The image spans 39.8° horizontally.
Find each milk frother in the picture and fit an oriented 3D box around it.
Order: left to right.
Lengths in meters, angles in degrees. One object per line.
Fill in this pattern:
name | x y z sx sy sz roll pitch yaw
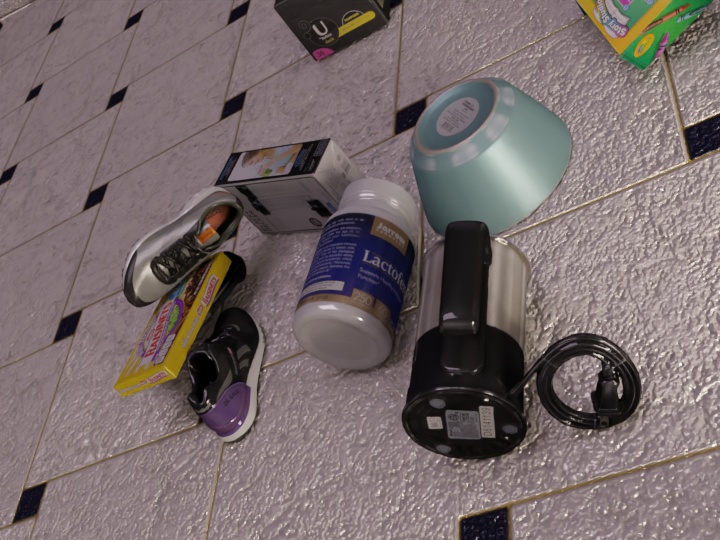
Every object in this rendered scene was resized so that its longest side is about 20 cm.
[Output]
milk frother | 0.150 0.061 0.941 0.196 0.182 0.190 12 51 -2

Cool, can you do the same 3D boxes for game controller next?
game controller | -0.230 0.058 1.342 0.201 0.042 0.104 -52 17 -10

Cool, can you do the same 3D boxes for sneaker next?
sneaker | -0.231 -0.033 1.293 0.200 0.074 0.079 -48 29 -17
sneaker | -0.169 0.105 1.221 0.075 0.088 0.202 -30 38 18

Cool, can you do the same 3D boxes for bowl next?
bowl | 0.135 -0.146 1.164 0.199 0.105 0.203 -25 40 24

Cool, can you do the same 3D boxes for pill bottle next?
pill bottle | 0.000 0.000 1.139 0.114 0.116 0.202 -13 46 35

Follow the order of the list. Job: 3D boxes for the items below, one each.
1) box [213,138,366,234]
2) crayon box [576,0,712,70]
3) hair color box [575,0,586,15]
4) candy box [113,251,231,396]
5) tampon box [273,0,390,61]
box | -0.088 -0.108 1.335 0.198 0.117 0.061 0 56 42
crayon box | 0.307 -0.347 1.157 0.119 0.058 0.202 -46 53 29
hair color box | 0.361 -0.383 1.217 0.198 0.061 0.101 2 57 45
candy box | -0.236 0.066 1.261 0.101 0.026 0.202 -25 32 36
tampon box | -0.038 -0.478 1.644 0.148 0.126 0.202 -21 42 29
